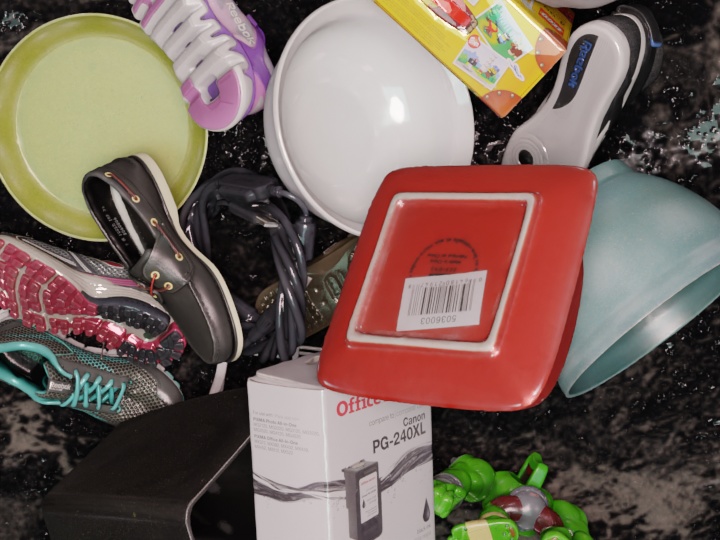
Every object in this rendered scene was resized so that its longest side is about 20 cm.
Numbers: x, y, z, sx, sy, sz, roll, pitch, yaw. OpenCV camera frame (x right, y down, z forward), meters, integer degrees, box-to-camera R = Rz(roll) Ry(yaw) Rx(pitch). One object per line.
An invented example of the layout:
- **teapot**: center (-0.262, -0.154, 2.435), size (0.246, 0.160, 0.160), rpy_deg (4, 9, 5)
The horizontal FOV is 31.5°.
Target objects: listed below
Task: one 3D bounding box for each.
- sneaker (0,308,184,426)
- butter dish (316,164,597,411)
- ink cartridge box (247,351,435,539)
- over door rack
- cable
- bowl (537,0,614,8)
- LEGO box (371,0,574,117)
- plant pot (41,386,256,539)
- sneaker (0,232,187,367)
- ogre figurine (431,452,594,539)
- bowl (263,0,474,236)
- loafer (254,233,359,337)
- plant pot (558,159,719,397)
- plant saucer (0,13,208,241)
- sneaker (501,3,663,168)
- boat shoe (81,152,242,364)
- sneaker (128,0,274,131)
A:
- **sneaker**: center (-0.259, 0.103, 1.160), size (0.199, 0.091, 0.078), rpy_deg (21, 104, -2)
- **butter dish**: center (0.094, 0.032, 0.983), size (0.199, 0.148, 0.201), rpy_deg (2, 62, 35)
- **ink cartridge box**: center (-0.012, 0.173, 1.049), size (0.083, 0.145, 0.202), rpy_deg (4, 101, 38)
- **over door rack**: center (-0.070, 0.154, 1.174), size (0.147, 0.067, 0.202), rpy_deg (7, 103, 2)
- **cable**: center (-0.097, -0.004, 1.095), size (0.051, 0.199, 0.164), rpy_deg (-15, 105, -35)
- **bowl**: center (0.114, -0.287, 0.989), size (0.075, 0.199, 0.201), rpy_deg (-44, 58, 28)
- **LEGO box**: center (0.073, -0.234, 1.034), size (0.200, 0.149, 0.077), rpy_deg (41, 114, -7)
- **plant pot**: center (-0.150, 0.224, 1.088), size (0.176, 0.200, 0.201), rpy_deg (0, 115, 25)
- **sneaker**: center (-0.245, 0.019, 1.147), size (0.199, 0.075, 0.081), rpy_deg (25, 129, -7)
- **ogre figurine**: center (0.146, 0.226, 1.152), size (0.198, 0.120, 0.099), rpy_deg (8, 107, 3)
- **bowl**: center (-0.008, -0.122, 1.078), size (0.200, 0.090, 0.203), rpy_deg (4, 82, -34)
- **loafer**: center (0.000, 0.000, 1.136), size (0.199, 0.067, 0.076), rpy_deg (-19, 103, 9)
- **plant pot**: center (0.214, -0.006, 1.076), size (0.200, 0.200, 0.134), rpy_deg (-40, 72, 10)
- **plant saucer**: center (-0.232, -0.128, 1.139), size (0.198, 0.031, 0.202), rpy_deg (1, 103, 3)
- **sneaker**: center (0.200, -0.136, 1.097), size (0.073, 0.112, 0.201), rpy_deg (44, 136, 18)
- **boat shoe**: center (-0.170, -0.004, 1.089), size (0.074, 0.063, 0.202), rpy_deg (-35, 84, 46)
- **sneaker**: center (-0.130, -0.211, 1.096), size (0.080, 0.088, 0.201), rpy_deg (-34, 76, 37)
